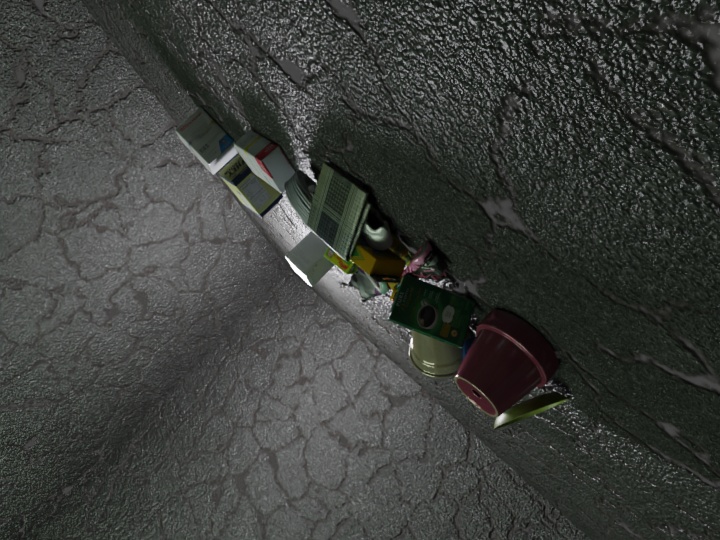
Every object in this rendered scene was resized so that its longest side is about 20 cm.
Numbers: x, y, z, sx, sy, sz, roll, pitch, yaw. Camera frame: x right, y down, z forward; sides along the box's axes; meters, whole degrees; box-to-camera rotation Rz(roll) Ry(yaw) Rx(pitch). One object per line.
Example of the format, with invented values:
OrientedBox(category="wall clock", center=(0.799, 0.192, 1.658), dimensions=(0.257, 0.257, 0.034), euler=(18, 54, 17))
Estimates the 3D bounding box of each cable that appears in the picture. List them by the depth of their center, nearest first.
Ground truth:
OrientedBox(category="cable", center=(-0.147, -0.202, 1.574), dimensions=(0.199, 0.069, 0.202), euler=(29, -149, -58))

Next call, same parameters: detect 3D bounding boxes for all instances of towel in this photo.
OrientedBox(category="towel", center=(-0.058, -0.158, 1.374), dimensions=(0.192, 0.034, 0.202), euler=(41, 125, 36))
OrientedBox(category="towel", center=(0.076, -0.096, 1.435), dimensions=(0.200, 0.018, 0.086), euler=(47, 164, 2))

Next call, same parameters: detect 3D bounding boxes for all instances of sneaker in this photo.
OrientedBox(category="sneaker", center=(0.166, -0.002, 1.308), dimensions=(0.095, 0.080, 0.200), euler=(33, 170, 1))
OrientedBox(category="sneaker", center=(0.005, -0.140, 1.380), dimensions=(0.198, 0.078, 0.100), euler=(29, 146, 22))
OrientedBox(category="sneaker", center=(0.000, 0.000, 1.596), dimensions=(0.078, 0.139, 0.202), euler=(37, -151, -55))

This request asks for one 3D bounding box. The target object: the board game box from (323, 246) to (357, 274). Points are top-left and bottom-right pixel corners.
OrientedBox(category="board game box", center=(-0.035, -0.039, 1.745), dimensions=(0.101, 0.048, 0.200), euler=(39, -166, 15))

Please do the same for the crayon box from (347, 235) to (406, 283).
OrientedBox(category="crayon box", center=(0.033, -0.038, 1.401), dimensions=(0.125, 0.052, 0.200), euler=(5, -153, -46))

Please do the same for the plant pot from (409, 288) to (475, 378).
OrientedBox(category="plant pot", center=(0.214, 0.159, 1.434), dimensions=(0.200, 0.200, 0.185), euler=(35, 155, 42))

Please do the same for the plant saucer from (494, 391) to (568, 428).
OrientedBox(category="plant saucer", center=(0.424, 0.349, 1.320), dimensions=(0.200, 0.197, 0.031), euler=(72, 177, -67))

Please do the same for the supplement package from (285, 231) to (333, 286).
OrientedBox(category="supplement package", center=(-0.160, -0.063, 1.953), dimensions=(0.117, 0.200, 0.117), euler=(40, 168, 26))

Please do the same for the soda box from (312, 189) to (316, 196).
OrientedBox(category="soda box", center=(-0.047, -0.167, 1.513), dimensions=(0.201, 0.064, 0.068), euler=(51, 168, -20))

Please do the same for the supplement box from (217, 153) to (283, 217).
OrientedBox(category="supplement box", center=(-0.460, -0.360, 2.188), dimensions=(0.199, 0.134, 0.201), euler=(33, 163, 50))

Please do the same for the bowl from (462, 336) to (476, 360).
OrientedBox(category="bowl", center=(0.343, 0.261, 1.359), dimensions=(0.200, 0.039, 0.202), euler=(35, -145, -29))

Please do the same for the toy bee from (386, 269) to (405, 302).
OrientedBox(category="toy bee", center=(0.115, 0.053, 1.513), dimensions=(0.108, 0.131, 0.202), euler=(-27, 97, 39))

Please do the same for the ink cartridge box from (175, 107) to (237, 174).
OrientedBox(category="ink cartridge box", center=(-0.641, -0.539, 2.188), dimensions=(0.200, 0.147, 0.145), euler=(46, 169, -1))

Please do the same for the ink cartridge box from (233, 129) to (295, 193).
OrientedBox(category="ink cartridge box", center=(-0.318, -0.368, 1.751), dimensions=(0.199, 0.083, 0.146), euler=(36, 165, 41))

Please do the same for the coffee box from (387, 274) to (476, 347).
OrientedBox(category="coffee box", center=(0.177, 0.101, 1.308), dimensions=(0.197, 0.125, 0.044), euler=(20, 171, -1))

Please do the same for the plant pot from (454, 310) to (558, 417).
OrientedBox(category="plant pot", center=(0.318, 0.224, 1.197), dimensions=(0.200, 0.179, 0.201), euler=(42, 164, 15))
